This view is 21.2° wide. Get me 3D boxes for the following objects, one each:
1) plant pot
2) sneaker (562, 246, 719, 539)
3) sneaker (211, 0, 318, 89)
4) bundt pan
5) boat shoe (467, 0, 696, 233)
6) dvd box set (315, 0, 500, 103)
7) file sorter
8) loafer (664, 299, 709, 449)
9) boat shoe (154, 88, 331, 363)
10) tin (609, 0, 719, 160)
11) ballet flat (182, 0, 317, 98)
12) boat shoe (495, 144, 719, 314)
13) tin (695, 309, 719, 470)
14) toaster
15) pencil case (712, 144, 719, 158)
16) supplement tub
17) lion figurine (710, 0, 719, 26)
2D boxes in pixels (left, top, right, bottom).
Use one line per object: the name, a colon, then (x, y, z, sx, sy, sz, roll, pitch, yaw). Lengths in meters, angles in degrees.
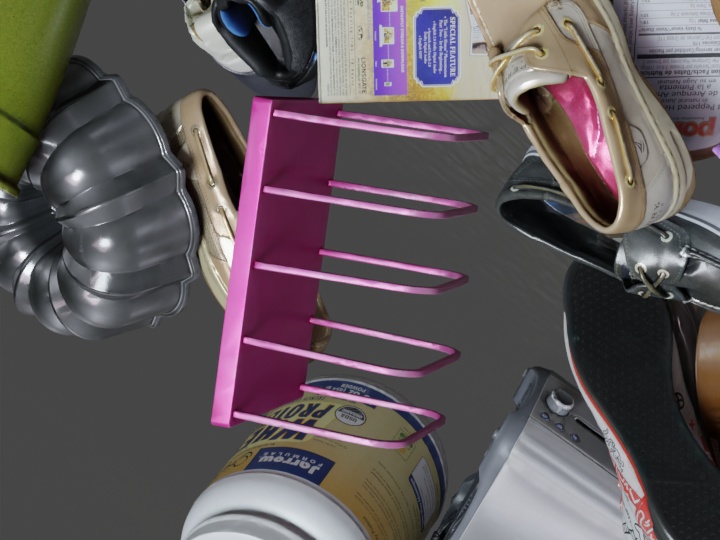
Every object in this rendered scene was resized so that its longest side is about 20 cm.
plant pot: (-0.249, -0.180, 1.189, 0.199, 0.200, 0.194, 30, 87, 7)
sneaker: (0.170, 0.093, 1.174, 0.067, 0.108, 0.203, -19, 69, -5)
sneaker: (-0.056, -0.209, 1.171, 0.073, 0.112, 0.201, -7, 113, 36)
bundt pan: (-0.203, -0.040, 1.314, 0.201, 0.076, 0.203, 25, 129, 35)
boat shoe: (0.109, -0.109, 1.072, 0.201, 0.069, 0.074, 56, 138, 9)
dvd box set: (0.071, -0.173, 1.139, 0.198, 0.029, 0.147, -2, 116, 1)
file sorter: (0.000, 0.000, 1.207, 0.124, 0.139, 0.202, 10, 97, 16)
loafer: (0.190, 0.041, 1.225, 0.069, 0.070, 0.201, -9, 105, 36)
boat shoe: (-0.074, -0.027, 1.304, 0.064, 0.071, 0.201, -28, 100, 34)
tin: (0.186, -0.158, 1.105, 0.111, 0.042, 0.202, 0, 117, 1)
ballet flat: (-0.098, -0.184, 1.235, 0.073, 0.073, 0.201, -20, 106, 31)
boat shoe: (0.168, -0.012, 1.126, 0.199, 0.057, 0.069, 29, 150, 30)
tin: (0.254, 0.102, 1.199, 0.042, 0.112, 0.201, -2, 114, 36)
toaster: (0.125, 0.174, 1.294, 0.129, 0.114, 0.201, 30, 122, 5)
pencil case: (0.282, -0.022, 1.107, 0.085, 0.084, 0.200, -42, 116, -6)
supplement tub: (-0.035, 0.176, 1.314, 0.143, 0.200, 0.146, 10, 119, 19)
lion figurine: (0.264, -0.152, 1.058, 0.198, 0.073, 0.123, 1, 124, 1)
